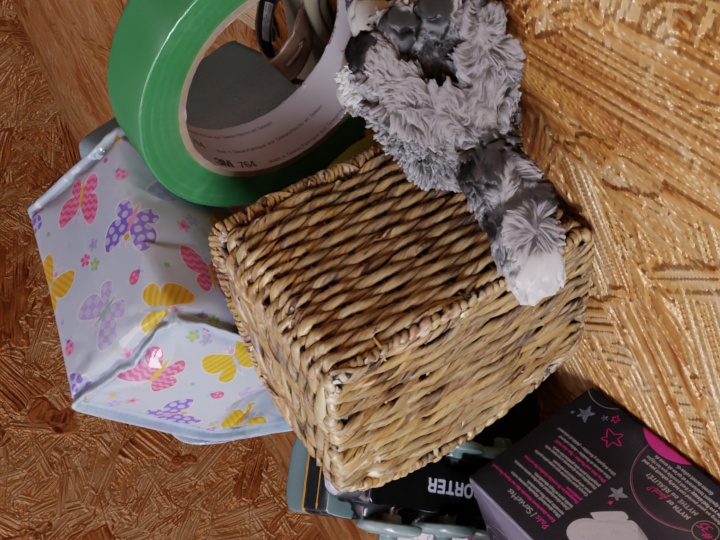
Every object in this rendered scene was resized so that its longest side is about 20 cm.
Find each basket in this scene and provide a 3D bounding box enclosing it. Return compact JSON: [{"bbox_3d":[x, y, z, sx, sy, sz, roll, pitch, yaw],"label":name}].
[{"bbox_3d":[0.026,0.022,0.669,0.149,0.198,0.144,46,155,36],"label":"basket"}]

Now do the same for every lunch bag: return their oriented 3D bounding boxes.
[{"bbox_3d":[-0.118,0.025,0.747,0.199,0.127,0.171,23,-144,-51],"label":"lunch bag"}]

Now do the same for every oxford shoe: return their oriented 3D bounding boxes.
[{"bbox_3d":[0.103,0.097,0.842,0.202,0.070,0.072,95,162,-47],"label":"oxford shoe"}]

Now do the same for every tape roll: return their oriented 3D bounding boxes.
[{"bbox_3d":[-0.060,-0.133,0.669,0.048,0.199,0.202,50,162,30],"label":"tape roll"}]

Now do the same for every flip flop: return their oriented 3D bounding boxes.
[{"bbox_3d":[-0.054,-0.192,0.815,0.081,0.057,0.201,49,162,34],"label":"flip flop"}]

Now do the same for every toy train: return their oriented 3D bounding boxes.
[{"bbox_3d":[0.041,0.157,0.778,0.113,0.198,0.087,-7,72,51],"label":"toy train"}]

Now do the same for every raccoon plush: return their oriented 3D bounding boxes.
[{"bbox_3d":[0.039,-0.071,0.616,0.134,0.095,0.203,154,103,-81],"label":"raccoon plush"}]

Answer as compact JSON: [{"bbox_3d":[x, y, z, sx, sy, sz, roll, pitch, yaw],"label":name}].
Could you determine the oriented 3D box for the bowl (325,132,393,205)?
[{"bbox_3d":[0.000,0.000,0.809,0.200,0.106,0.203,166,90,-79],"label":"bowl"}]

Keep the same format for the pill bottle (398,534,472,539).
[{"bbox_3d":[0.105,0.273,1.061,0.201,0.112,0.114,52,164,25],"label":"pill bottle"}]

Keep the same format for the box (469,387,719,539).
[{"bbox_3d":[0.177,0.198,0.675,0.200,0.114,0.133,42,157,51],"label":"box"}]

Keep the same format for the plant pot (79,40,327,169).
[{"bbox_3d":[-0.095,-0.066,0.959,0.199,0.196,0.198,21,142,45],"label":"plant pot"}]

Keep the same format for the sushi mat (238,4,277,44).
[{"bbox_3d":[-0.135,-0.285,0.997,0.200,0.012,0.097,43,159,47],"label":"sushi mat"}]
